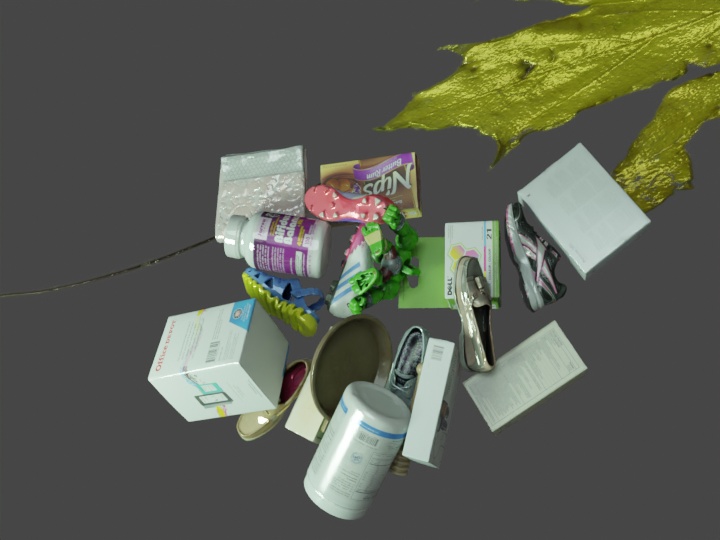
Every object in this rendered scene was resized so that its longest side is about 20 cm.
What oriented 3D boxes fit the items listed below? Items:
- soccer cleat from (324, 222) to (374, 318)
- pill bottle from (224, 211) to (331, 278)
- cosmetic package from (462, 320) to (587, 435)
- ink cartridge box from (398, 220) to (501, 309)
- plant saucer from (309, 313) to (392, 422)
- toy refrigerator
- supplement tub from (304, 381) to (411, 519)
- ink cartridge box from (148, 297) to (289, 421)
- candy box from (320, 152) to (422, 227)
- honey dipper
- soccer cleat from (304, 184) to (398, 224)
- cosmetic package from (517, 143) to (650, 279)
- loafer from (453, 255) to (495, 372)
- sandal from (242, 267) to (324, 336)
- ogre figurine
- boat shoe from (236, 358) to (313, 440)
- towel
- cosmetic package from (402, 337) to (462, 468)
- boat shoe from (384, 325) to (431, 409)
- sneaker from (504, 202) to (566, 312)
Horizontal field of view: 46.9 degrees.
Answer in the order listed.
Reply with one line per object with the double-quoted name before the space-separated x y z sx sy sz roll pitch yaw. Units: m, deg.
"soccer cleat" 0.000 0.000 1.605 0.085 0.070 0.204 22 80 0
"pill bottle" -0.160 -0.054 1.616 0.195 0.112 0.115 8 75 7
"cosmetic package" 0.290 0.191 1.463 0.198 0.073 0.105 -33 69 2
"ink cartridge box" 0.163 -0.007 1.552 0.195 0.076 0.151 -2 73 12
"plant saucer" -0.019 0.175 1.492 0.029 0.199 0.203 14 75 44
"toy refrigerator" -0.059 0.216 1.542 0.069 0.076 0.203 22 79 19
"supplement tub" -0.004 0.309 1.436 0.131 0.131 0.203 32 107 21
"ink cartridge box" -0.257 0.167 1.528 0.196 0.147 0.149 -11 45 22
"candy box" 0.021 -0.158 1.645 0.195 0.056 0.119 -6 73 14
"honey dipper" 0.088 0.263 1.477 0.037 0.038 0.205 14 96 17
"soccer cleat" -0.019 -0.123 1.589 0.197 0.076 0.068 10 92 33
"cosmetic package" 0.408 -0.110 1.527 0.150 0.052 0.201 -36 69 0
"loafer" 0.207 0.075 1.440 0.062 0.071 0.205 -5 88 54
"sandal" -0.146 0.049 1.621 0.198 0.080 0.087 31 63 20
"ogre figurine" 0.049 -0.013 1.535 0.097 0.119 0.205 4 87 36
"boat shoe" -0.164 0.237 1.564 0.200 0.069 0.074 -46 69 -2
"towel" -0.203 -0.158 1.715 0.195 0.032 0.196 -5 73 13
"cosmetic package" 0.130 0.235 1.448 0.051 0.151 0.204 11 77 14
"boat shoe" 0.078 0.196 1.515 0.069 0.072 0.205 13 77 17
"sneaker" 0.322 -0.029 1.528 0.084 0.080 0.204 -15 81 1
